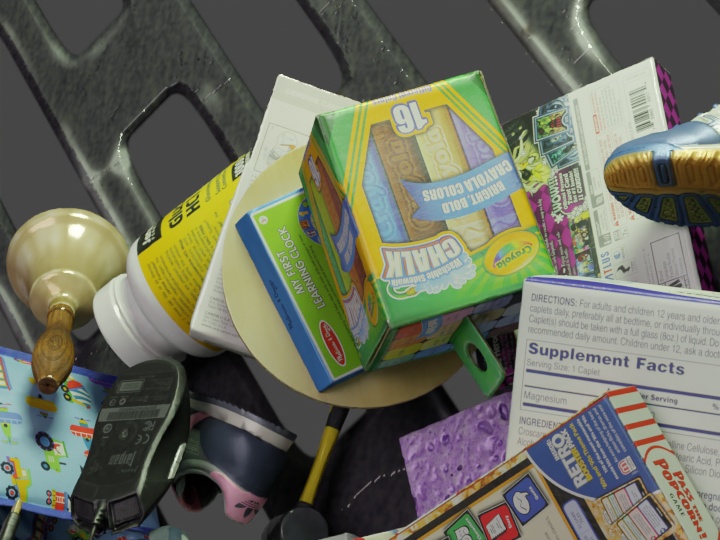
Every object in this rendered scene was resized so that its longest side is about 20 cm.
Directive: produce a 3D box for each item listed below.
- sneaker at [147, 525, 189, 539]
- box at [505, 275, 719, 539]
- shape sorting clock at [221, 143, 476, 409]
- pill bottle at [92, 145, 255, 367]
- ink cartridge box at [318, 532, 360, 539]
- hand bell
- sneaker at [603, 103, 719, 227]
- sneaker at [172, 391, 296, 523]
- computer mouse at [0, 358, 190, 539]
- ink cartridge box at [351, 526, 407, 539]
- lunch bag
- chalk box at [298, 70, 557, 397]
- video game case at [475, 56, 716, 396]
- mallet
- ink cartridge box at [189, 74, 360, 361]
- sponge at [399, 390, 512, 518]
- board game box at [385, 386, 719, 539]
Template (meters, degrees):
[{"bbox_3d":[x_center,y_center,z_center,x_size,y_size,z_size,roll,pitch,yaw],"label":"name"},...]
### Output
[{"bbox_3d":[-0.081,0.240,1.492,0.082,0.070,0.200,-30,49,-6],"label":"sneaker"},{"bbox_3d":[0.194,0.111,1.374,0.183,0.105,0.201,7,94,30],"label":"box"},{"bbox_3d":[0.000,0.000,1.549,0.199,0.039,0.201,2,73,-8],"label":"shape sorting clock"},{"bbox_3d":[-0.107,-0.006,1.684,0.200,0.112,0.113,-37,53,18],"label":"pill bottle"},{"bbox_3d":[-0.065,0.298,1.540,0.199,0.084,0.177,-17,61,30],"label":"ink cartridge box"},{"bbox_3d":[-0.237,0.039,1.707,0.104,0.104,0.200,-40,21,16],"label":"hand bell"},{"bbox_3d":[0.263,-0.087,1.467,0.199,0.075,0.089,-6,53,10],"label":"sneaker"},{"bbox_3d":[-0.134,0.135,1.640,0.200,0.070,0.082,9,75,52],"label":"sneaker"},{"bbox_3d":[-0.190,0.159,1.568,0.140,0.046,0.201,-11,48,29],"label":"computer mouse"},{"bbox_3d":[0.011,0.233,1.420,0.067,0.200,0.117,-22,81,27],"label":"ink cartridge box"},{"bbox_3d":[-0.259,0.138,1.675,0.094,0.200,0.151,-31,55,21],"label":"lunch bag"},{"bbox_3d":[0.048,-0.010,1.473,0.123,0.124,0.201,-15,75,-13],"label":"chalk box"},{"bbox_3d":[0.154,-0.030,1.553,0.181,0.036,0.201,-23,59,27],"label":"video game case"},{"bbox_3d":[-0.021,0.123,1.601,0.066,0.041,0.201,152,140,-75],"label":"mallet"},{"bbox_3d":[-0.020,-0.022,1.594,0.160,0.050,0.201,19,80,-3],"label":"ink cartridge box"},{"bbox_3d":[0.123,0.134,1.509,0.199,0.030,0.112,-25,58,25],"label":"sponge"},{"bbox_3d":[0.120,0.187,1.330,0.200,0.046,0.152,-36,74,27],"label":"board game box"}]
